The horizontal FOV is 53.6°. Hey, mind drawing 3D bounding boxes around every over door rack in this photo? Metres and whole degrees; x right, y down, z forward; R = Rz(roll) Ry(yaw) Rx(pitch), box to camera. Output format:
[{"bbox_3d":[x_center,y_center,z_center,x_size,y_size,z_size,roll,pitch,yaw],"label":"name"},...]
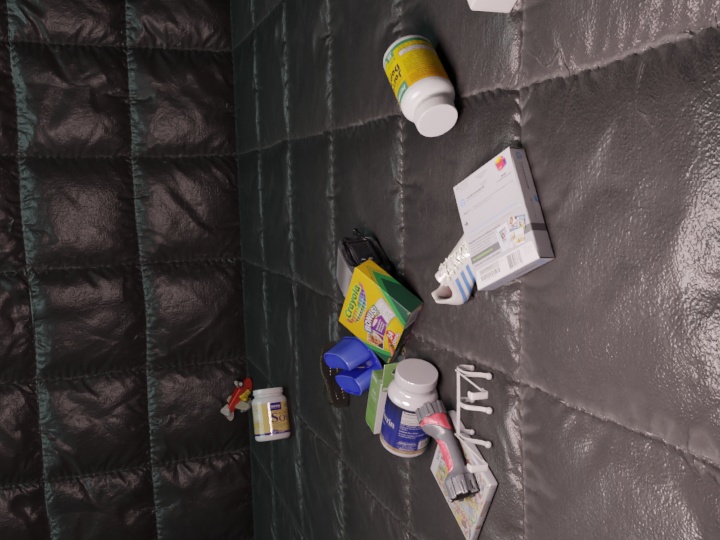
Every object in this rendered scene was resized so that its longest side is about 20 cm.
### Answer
[{"bbox_3d":[0.219,0.272,1.335,0.200,0.066,0.149,-91,-1,-83],"label":"over door rack"}]

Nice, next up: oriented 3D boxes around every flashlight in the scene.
[{"bbox_3d":[0.170,0.366,1.445,0.068,0.067,0.201,113,148,-49],"label":"flashlight"}]

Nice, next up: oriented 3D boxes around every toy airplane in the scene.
[{"bbox_3d":[-0.598,0.653,3.528,0.199,0.141,0.201,-42,32,25],"label":"toy airplane"}]

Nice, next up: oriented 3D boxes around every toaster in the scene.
[{"bbox_3d":[0.000,0.000,1.834,0.200,0.113,0.130,-120,30,-45],"label":"toaster"}]

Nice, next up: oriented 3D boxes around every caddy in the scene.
[{"bbox_3d":[-0.010,0.249,1.911,0.142,0.105,0.200,62,157,-9],"label":"caddy"}]

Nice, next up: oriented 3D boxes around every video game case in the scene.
[{"bbox_3d":[0.209,0.425,1.478,0.200,0.023,0.183,-120,32,-49],"label":"video game case"}]

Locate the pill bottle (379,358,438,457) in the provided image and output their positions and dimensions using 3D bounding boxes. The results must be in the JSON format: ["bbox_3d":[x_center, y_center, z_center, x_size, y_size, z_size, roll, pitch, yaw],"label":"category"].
[{"bbox_3d":[0.111,0.305,1.588,0.116,0.115,0.201,-125,37,-54],"label":"pill bottle"}]

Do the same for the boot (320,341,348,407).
[{"bbox_3d":[-0.096,0.326,2.217,0.138,0.077,0.202,146,119,-72],"label":"boot"}]

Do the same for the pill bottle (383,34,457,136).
[{"bbox_3d":[0.123,-0.368,1.431,0.113,0.112,0.201,113,147,-50],"label":"pill bottle"}]

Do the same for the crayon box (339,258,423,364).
[{"bbox_3d":[0.044,0.100,1.699,0.172,0.058,0.201,39,138,20],"label":"crayon box"}]

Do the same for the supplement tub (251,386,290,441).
[{"bbox_3d":[-0.361,0.577,2.867,0.145,0.144,0.202,150,114,-67],"label":"supplement tub"}]

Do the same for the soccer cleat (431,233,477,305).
[{"bbox_3d":[0.191,-0.011,1.354,0.070,0.086,0.201,-117,31,-46],"label":"soccer cleat"}]

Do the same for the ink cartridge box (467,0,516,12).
[{"bbox_3d":[0.217,-0.557,1.185,0.146,0.083,0.201,122,139,-57],"label":"ink cartridge box"}]

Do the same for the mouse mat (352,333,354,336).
[{"bbox_3d":[0.013,0.185,1.984,0.161,0.007,0.201,-119,33,-49],"label":"mouse mat"}]

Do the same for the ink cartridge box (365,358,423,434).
[{"bbox_3d":[0.079,0.284,1.686,0.059,0.103,0.201,-128,39,-55],"label":"ink cartridge box"}]

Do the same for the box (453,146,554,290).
[{"bbox_3d":[0.241,-0.085,1.226,0.156,0.041,0.201,-35,61,51],"label":"box"}]
